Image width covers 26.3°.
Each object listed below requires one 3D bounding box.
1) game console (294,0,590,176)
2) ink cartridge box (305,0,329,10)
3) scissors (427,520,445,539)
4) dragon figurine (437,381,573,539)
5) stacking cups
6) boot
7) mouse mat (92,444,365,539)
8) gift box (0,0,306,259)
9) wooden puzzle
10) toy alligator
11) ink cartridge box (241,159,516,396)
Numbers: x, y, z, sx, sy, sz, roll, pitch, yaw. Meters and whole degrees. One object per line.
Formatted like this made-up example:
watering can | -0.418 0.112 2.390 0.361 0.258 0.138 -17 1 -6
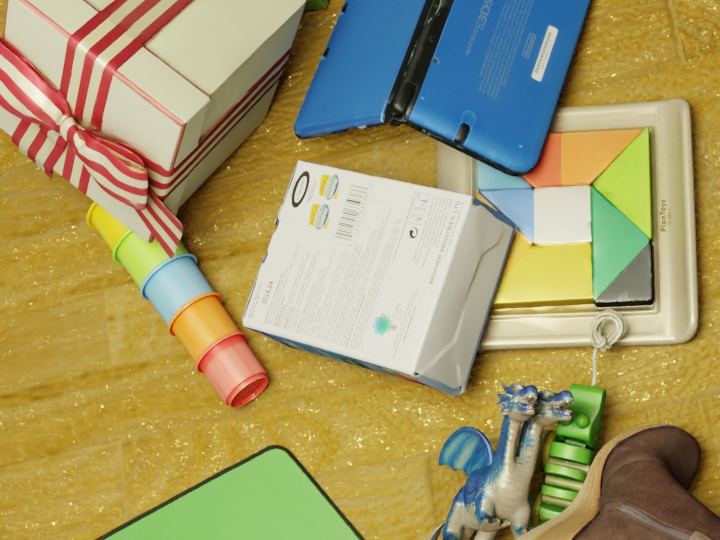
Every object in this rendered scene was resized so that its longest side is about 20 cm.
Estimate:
game console | 0.067 -0.170 1.201 0.169 0.118 0.202 25 66 -8
ink cartridge box | -0.099 -0.320 1.287 0.146 0.076 0.203 -1 76 18
scissors | 0.007 0.264 1.066 0.200 0.073 0.014 -47 25 -4
dragon figurine | 0.088 0.149 1.083 0.058 0.200 0.101 16 57 -17
stacking cups | -0.145 0.022 1.219 0.060 0.060 0.201 -36 69 5
boot | 0.206 0.168 0.984 0.165 0.199 0.073 5 117 48
mouse mat | -0.084 0.218 1.101 0.199 0.008 0.161 -24 61 -37
gift box | -0.165 -0.138 1.172 0.184 0.201 0.187 34 55 10
wooden puzzle | 0.149 -0.036 1.149 0.197 0.037 0.188 -4 74 17
toy alligator | 0.151 0.124 1.080 0.059 0.054 0.203 9 87 26
ink cartridge box | 0.000 0.000 1.150 0.198 0.076 0.138 14 81 35
